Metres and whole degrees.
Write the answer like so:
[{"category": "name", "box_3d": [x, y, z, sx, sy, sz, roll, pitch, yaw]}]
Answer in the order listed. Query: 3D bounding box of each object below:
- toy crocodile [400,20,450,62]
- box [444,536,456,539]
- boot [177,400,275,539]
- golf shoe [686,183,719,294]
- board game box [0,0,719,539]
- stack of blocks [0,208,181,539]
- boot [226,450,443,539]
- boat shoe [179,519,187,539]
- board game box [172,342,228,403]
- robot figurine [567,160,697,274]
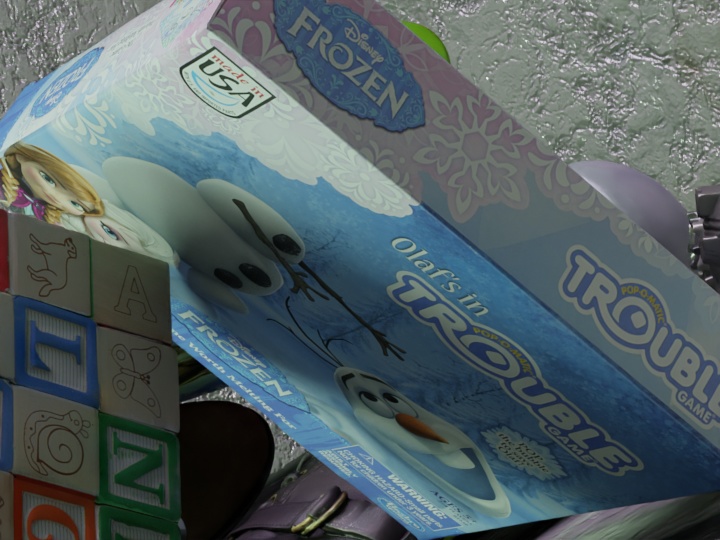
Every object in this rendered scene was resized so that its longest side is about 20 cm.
[{"category": "toy crocodile", "box_3d": [-0.053, -0.043, 1.130, 0.200, 0.062, 0.068, -21, -13, 8]}, {"category": "box", "box_3d": [-0.012, 0.116, 1.149, 0.200, 0.048, 0.122, -31, -1, -25]}, {"category": "boot", "box_3d": [-0.128, 0.072, 1.092, 0.188, 0.069, 0.200, -17, -23, -5]}, {"category": "golf shoe", "box_3d": [0.152, 0.008, 0.878, 0.097, 0.078, 0.200, -6, 0, 4]}, {"category": "board game box", "box_3d": [0.000, 0.000, 0.820, 0.043, 0.200, 0.199, -57, 16, -24]}, {"category": "stack of blocks", "box_3d": [-0.112, 0.080, 0.770, 0.115, 0.200, 0.059, 20, -38, -35]}, {"category": "boot", "box_3d": [-0.018, 0.083, 1.014, 0.174, 0.069, 0.200, -41, 18, -29]}, {"category": "boat shoe", "box_3d": [-0.160, 0.089, 0.960, 0.202, 0.065, 0.074, -5, -20, -17]}, {"category": "board game box", "box_3d": [-0.086, 0.019, 1.102, 0.199, 0.041, 0.200, -18, -13, -5]}, {"category": "robot figurine", "box_3d": [0.087, 0.021, 1.330, 0.200, 0.113, 0.170, -31, 26, -16]}]
